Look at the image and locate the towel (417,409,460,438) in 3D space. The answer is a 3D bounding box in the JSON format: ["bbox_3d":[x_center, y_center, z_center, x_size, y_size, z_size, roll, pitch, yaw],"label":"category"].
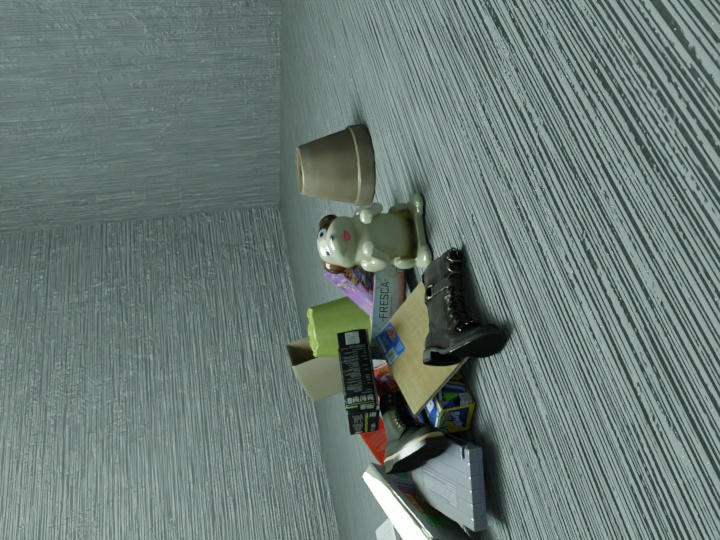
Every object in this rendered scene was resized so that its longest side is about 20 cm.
[{"bbox_3d":[0.150,0.325,1.070,0.112,0.048,0.203,115,146,-66],"label":"towel"}]

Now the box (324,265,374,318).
[{"bbox_3d":[0.000,0.000,1.266,0.200,0.039,0.139,44,-140,-42],"label":"box"}]

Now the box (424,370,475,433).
[{"bbox_3d":[0.132,0.184,1.038,0.201,0.063,0.071,-110,18,-49],"label":"box"}]

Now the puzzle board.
[{"bbox_3d":[0.106,0.127,1.020,0.151,0.017,0.201,-52,34,15],"label":"puzzle board"}]

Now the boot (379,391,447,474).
[{"bbox_3d":[0.075,0.259,1.009,0.200,0.076,0.140,125,141,-54],"label":"boot"}]

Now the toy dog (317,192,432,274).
[{"bbox_3d":[0.014,-0.065,1.128,0.194,0.197,0.142,-171,75,-77],"label":"toy dog"}]

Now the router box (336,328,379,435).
[{"bbox_3d":[-0.004,0.218,1.125,0.201,0.061,0.152,87,174,-64],"label":"router box"}]

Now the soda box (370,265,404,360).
[{"bbox_3d":[0.056,0.076,1.189,0.069,0.062,0.203,84,-170,-60],"label":"soda box"}]

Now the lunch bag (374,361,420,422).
[{"bbox_3d":[0.087,0.292,1.245,0.200,0.081,0.179,-161,49,-78],"label":"lunch bag"}]

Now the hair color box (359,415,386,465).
[{"bbox_3d":[0.061,0.395,1.280,0.201,0.061,0.101,54,171,-1],"label":"hair color box"}]

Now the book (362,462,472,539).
[{"bbox_3d":[0.105,0.433,1.060,0.200,0.133,0.049,38,101,52],"label":"book"}]

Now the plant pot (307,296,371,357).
[{"bbox_3d":[-0.035,0.143,1.491,0.200,0.187,0.204,174,90,-77],"label":"plant pot"}]

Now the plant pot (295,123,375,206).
[{"bbox_3d":[-0.069,-0.254,1.471,0.200,0.171,0.204,172,90,-78],"label":"plant pot"}]

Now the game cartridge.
[{"bbox_3d":[0.142,0.338,0.985,0.199,0.038,0.132,175,87,-67],"label":"game cartridge"}]

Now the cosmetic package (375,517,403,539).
[{"bbox_3d":[0.120,0.609,1.200,0.200,0.121,0.203,103,155,-58],"label":"cosmetic package"}]

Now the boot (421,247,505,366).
[{"bbox_3d":[0.144,0.048,0.903,0.200,0.068,0.177,148,129,-59],"label":"boot"}]

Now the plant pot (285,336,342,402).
[{"bbox_3d":[-0.144,0.352,2.133,0.200,0.197,0.180,-133,26,-69],"label":"plant pot"}]
